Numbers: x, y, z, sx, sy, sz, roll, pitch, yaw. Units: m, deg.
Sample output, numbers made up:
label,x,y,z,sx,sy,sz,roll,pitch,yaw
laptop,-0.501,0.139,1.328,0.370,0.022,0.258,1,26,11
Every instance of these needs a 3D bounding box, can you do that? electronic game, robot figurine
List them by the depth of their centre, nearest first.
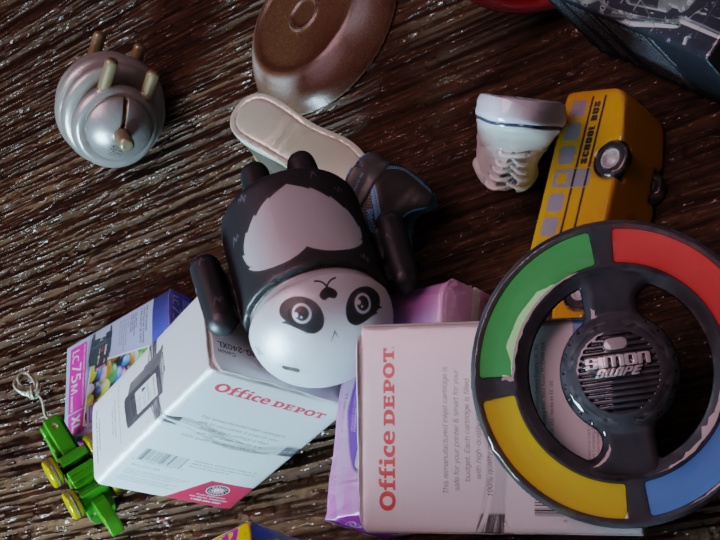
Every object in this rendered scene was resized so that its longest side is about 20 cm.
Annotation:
label,x,y,z,sx,sy,sz,roll,pitch,yaw
electronic game,0.171,0.067,0.913,0.197,0.042,0.203,-1,84,12
robot figurine,-0.045,-0.003,1.130,0.150,0.124,0.202,-37,51,24

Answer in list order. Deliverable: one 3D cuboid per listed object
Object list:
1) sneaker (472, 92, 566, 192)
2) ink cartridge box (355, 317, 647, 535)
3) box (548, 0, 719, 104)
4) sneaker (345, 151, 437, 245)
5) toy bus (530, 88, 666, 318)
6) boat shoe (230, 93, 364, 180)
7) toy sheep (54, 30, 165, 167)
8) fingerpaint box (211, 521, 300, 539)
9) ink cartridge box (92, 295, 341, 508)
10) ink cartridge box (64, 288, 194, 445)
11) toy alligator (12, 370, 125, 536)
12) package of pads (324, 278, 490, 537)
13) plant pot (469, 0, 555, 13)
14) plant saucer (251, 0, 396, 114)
label,x,y,z,sx,sy,sz,roll,pitch,yaw
sneaker,0.126,-0.098,1.113,0.072,0.200,0.072,7,89,7
ink cartridge box,0.103,0.111,0.989,0.197,0.086,0.149,-2,84,16
box,0.277,-0.248,1.069,0.196,0.123,0.201,36,95,45
sneaker,0.000,0.000,1.234,0.081,0.073,0.202,25,104,13
toy bus,0.183,-0.038,1.087,0.078,0.065,0.202,1,70,44
boat shoe,-0.043,-0.098,1.333,0.201,0.060,0.072,39,82,29
toy sheep,-0.280,-0.183,1.558,0.138,0.137,0.200,-49,28,12
fingerpaint box,-0.030,0.295,1.016,0.073,0.199,0.168,-31,51,28
ink cartridge box,-0.124,0.118,1.210,0.200,0.144,0.084,-43,43,36
ink cartridge box,-0.228,0.100,1.427,0.199,0.042,0.121,-26,53,30
toy alligator,-0.293,0.191,1.403,0.059,0.054,0.201,-29,67,-21
package of pads,0.042,0.113,1.134,0.120,0.075,0.202,-15,59,42
plant pot,0.139,-0.357,1.204,0.200,0.200,0.184,-34,43,25
plant saucer,-0.049,-0.261,1.448,0.199,0.037,0.203,-23,54,35
